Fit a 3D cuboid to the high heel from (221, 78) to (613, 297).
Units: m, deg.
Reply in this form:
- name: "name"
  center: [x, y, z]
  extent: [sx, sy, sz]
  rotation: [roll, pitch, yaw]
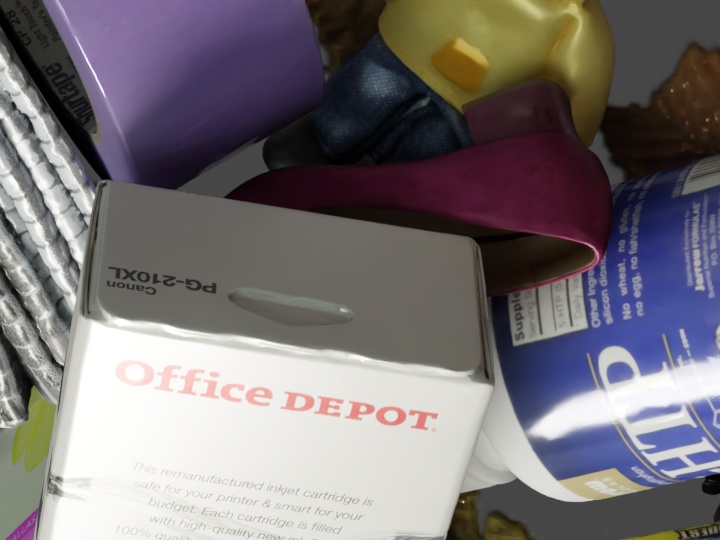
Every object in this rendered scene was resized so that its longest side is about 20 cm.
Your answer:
- name: "high heel"
  center: [0.000, 0.000, 0.978]
  extent: [0.200, 0.096, 0.067]
  rotation: [-31, 125, 16]

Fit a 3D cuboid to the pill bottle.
- name: "pill bottle"
  center: [0.106, 0.026, 1.013]
  extent: [0.200, 0.120, 0.120]
  rotation: [-16, 104, 31]

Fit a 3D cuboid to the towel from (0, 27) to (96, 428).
- name: "towel"
  center: [-0.166, -0.047, 1.068]
  extent: [0.085, 0.166, 0.200]
  rotation: [-31, 119, -4]

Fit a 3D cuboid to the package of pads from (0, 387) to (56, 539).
- name: "package of pads"
  center: [-0.111, 0.090, 1.130]
  extent: [0.068, 0.155, 0.200]
  rotation: [32, 127, -23]

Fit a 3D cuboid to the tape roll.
- name: "tape roll"
  center: [-0.100, -0.129, 0.996]
  extent: [0.085, 0.200, 0.200]
  rotation: [-31, 99, -11]

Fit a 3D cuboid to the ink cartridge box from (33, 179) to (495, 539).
- name: "ink cartridge box"
  center: [-0.043, 0.075, 0.956]
  extent: [0.144, 0.084, 0.200]
  rotation: [9, 129, -8]

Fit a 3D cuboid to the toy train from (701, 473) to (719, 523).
- name: "toy train"
  center: [0.235, 0.110, 1.042]
  extent: [0.199, 0.034, 0.046]
  rotation: [11, 128, 21]

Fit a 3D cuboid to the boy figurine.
- name: "boy figurine"
  center: [0.050, -0.089, 1.024]
  extent: [0.124, 0.064, 0.200]
  rotation: [48, 127, 2]

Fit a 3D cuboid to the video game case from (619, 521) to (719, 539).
- name: "video game case"
  center: [0.155, 0.187, 1.060]
  extent: [0.180, 0.026, 0.200]
  rotation: [-12, 121, 9]
